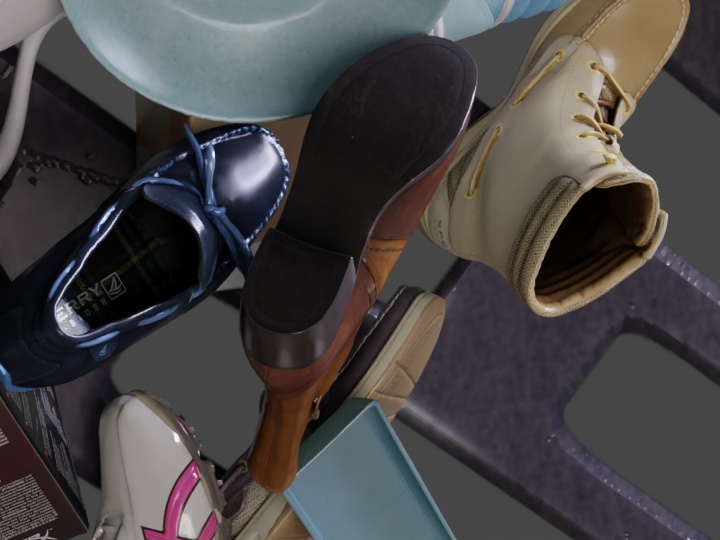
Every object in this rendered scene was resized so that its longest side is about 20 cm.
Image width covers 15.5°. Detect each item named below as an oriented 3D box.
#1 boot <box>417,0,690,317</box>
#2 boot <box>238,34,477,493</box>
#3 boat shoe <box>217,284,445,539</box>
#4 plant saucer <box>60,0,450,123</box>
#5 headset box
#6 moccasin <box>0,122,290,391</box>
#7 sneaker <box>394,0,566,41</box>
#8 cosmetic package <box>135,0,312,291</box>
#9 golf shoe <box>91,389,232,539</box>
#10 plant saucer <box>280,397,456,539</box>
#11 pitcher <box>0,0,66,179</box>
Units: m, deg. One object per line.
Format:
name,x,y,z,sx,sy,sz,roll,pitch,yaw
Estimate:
boot,0.128,-0.072,1.409,0.200,0.155,0.073,-46,117,-2
boot,0.000,0.000,1.308,0.068,0.200,0.189,19,66,8
boat shoe,-0.029,0.085,1.448,0.065,0.072,0.200,36,96,17
plant saucer,-0.048,-0.166,1.246,0.200,0.039,0.201,-5,123,-9
headset box,-0.211,0.030,1.271,0.075,0.149,0.200,-22,139,2
moccasin,-0.090,-0.006,1.235,0.081,0.068,0.200,52,51,-12
sneaker,0.060,-0.211,1.312,0.130,0.080,0.200,-14,121,-16
cosmetic package,-0.070,-0.099,1.352,0.071,0.105,0.201,-6,108,-20
golf shoe,-0.116,0.166,1.410,0.092,0.073,0.201,-13,95,-37
plant saucer,0.005,0.135,1.453,0.070,0.019,0.200,-43,146,-10
pitcher,-0.193,-0.136,1.291,0.200,0.121,0.172,-43,129,8
